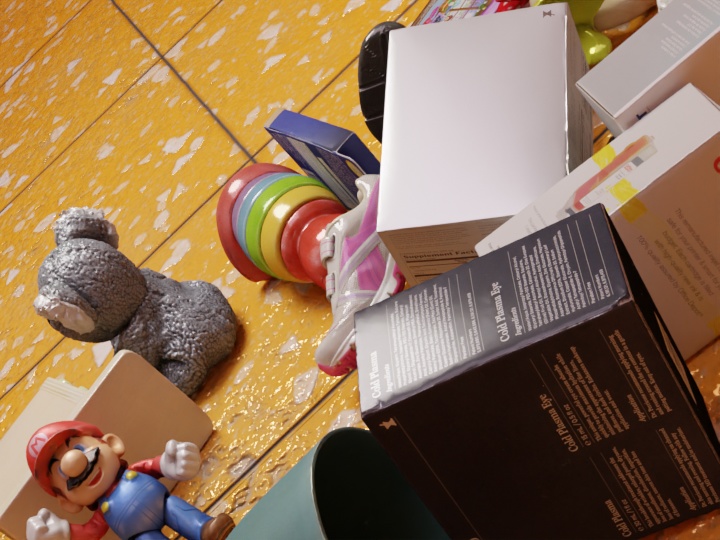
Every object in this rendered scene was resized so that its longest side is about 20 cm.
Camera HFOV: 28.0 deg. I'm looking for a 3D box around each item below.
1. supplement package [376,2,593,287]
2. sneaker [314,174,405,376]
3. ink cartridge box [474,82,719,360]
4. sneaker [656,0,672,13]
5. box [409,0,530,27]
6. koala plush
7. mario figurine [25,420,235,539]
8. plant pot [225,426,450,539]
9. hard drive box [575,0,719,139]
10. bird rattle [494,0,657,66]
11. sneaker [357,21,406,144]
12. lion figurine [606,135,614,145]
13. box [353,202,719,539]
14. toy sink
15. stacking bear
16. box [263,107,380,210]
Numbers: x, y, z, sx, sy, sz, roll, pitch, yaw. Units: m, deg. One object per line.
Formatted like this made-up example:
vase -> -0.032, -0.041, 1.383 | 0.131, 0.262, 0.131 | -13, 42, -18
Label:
supplement package -> 0.106, -0.098, 1.184 | 0.155, 0.111, 0.201 | -6, 59, 18
sneaker -> 0.000, 0.000, 1.294 | 0.088, 0.081, 0.201 | 22, 69, 11
ink cartridge box -> 0.208, -0.013, 1.042 | 0.200, 0.145, 0.084 | -37, 30, 10
sneaker -> 0.291, -0.203, 1.232 | 0.075, 0.089, 0.200 | -35, 31, 11
box -> 0.116, -0.273, 1.577 | 0.137, 0.039, 0.200 | 8, 58, 53
koala plush -> -0.246, 0.039, 1.466 | 0.183, 0.200, 0.178 | -26, 34, 28
mario figurine -> -0.210, 0.195, 1.239 | 0.123, 0.200, 0.106 | -38, -27, -48
plant pot -> -0.017, 0.233, 0.967 | 0.161, 0.200, 0.201 | -40, 29, 22
hard drive box -> 0.290, -0.141, 1.090 | 0.200, 0.156, 0.077 | -41, 31, 7
bird rattle -> 0.214, -0.269, 1.425 | 0.162, 0.113, 0.200 | -21, 28, -3
sneaker -> 0.050, -0.158, 1.364 | 0.075, 0.201, 0.116 | -14, 31, 13
lion figurine -> 0.136, -0.043, 1.239 | 0.199, 0.072, 0.123 | -21, 47, 26
box -> 0.120, 0.089, 0.941 | 0.181, 0.200, 0.104 | -24, 35, 13
toy sink -> -0.262, 0.181, 1.379 | 0.112, 0.130, 0.200 | 9, 60, 55
stacking bear -> -0.052, -0.033, 1.422 | 0.122, 0.114, 0.200 | -49, 35, -9
box -> -0.010, -0.097, 1.430 | 0.032, 0.121, 0.200 | -47, 31, -8
